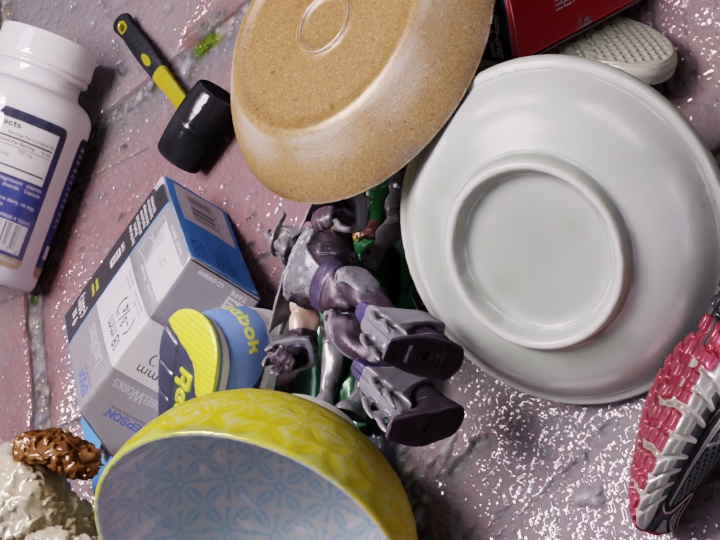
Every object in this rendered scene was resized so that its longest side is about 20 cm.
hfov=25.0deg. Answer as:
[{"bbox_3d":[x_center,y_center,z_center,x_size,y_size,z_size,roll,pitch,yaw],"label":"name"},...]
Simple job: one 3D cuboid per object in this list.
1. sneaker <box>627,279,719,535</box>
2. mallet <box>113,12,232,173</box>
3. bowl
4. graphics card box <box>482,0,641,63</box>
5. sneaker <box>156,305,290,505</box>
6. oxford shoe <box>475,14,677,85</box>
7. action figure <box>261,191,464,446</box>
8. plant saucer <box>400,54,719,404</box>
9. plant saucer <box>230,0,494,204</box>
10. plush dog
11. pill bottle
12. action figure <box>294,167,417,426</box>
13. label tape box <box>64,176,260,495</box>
[{"bbox_3d":[0.200,0.058,0.829,0.201,0.074,0.081,-60,3,22],"label":"sneaker"},{"bbox_3d":[-0.159,-0.142,1.271,0.066,0.041,0.200,-60,40,10],"label":"mallet"},{"bbox_3d":[-0.049,0.138,0.978,0.199,0.201,0.108,-23,24,35],"label":"bowl"},{"bbox_3d":[0.066,-0.186,1.014,0.199,0.125,0.051,21,132,47],"label":"graphics card box"},{"bbox_3d":[-0.093,0.109,1.072,0.074,0.082,0.201,40,130,32],"label":"sneaker"},{"bbox_3d":[0.106,-0.125,1.001,0.199,0.075,0.058,9,119,37],"label":"oxford shoe"},{"bbox_3d":[-0.010,0.018,0.958,0.200,0.069,0.131,44,130,48],"label":"action figure"},{"bbox_3d":[0.103,-0.014,0.887,0.198,0.050,0.202,11,112,27],"label":"plant saucer"},{"bbox_3d":[-0.012,-0.139,0.953,0.199,0.035,0.202,-21,57,34],"label":"plant saucer"},{"bbox_3d":[-0.223,0.199,1.081,0.200,0.159,0.173,-43,57,37],"label":"plush dog"},{"bbox_3d":[-0.283,-0.093,1.310,0.111,0.111,0.202,15,83,45],"label":"pill bottle"},{"bbox_3d":[0.000,0.000,1.053,0.117,0.054,0.202,-10,63,43],"label":"action figure"},{"bbox_3d":[-0.162,0.052,1.144,0.201,0.063,0.144,-53,26,12],"label":"label tape box"}]
